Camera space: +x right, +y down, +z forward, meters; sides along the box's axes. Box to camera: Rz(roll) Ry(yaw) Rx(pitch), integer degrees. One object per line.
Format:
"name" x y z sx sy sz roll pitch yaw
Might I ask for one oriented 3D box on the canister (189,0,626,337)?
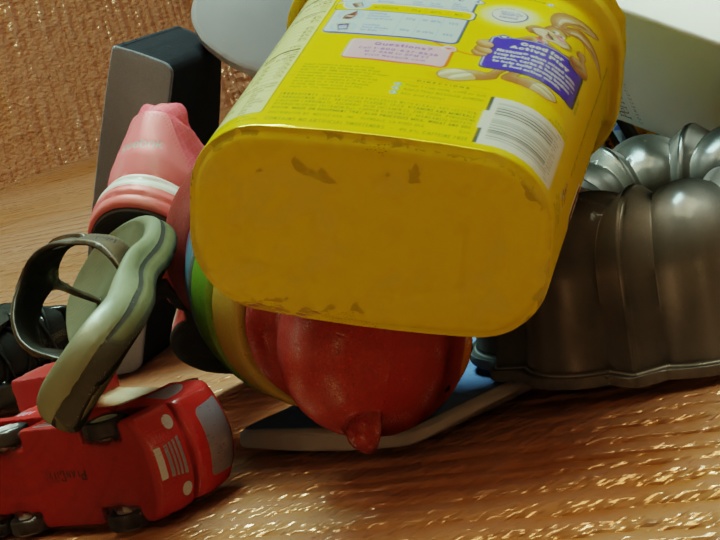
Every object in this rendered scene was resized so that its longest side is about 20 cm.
"canister" 0.023 -0.056 0.918 0.147 0.087 0.200 7 27 11

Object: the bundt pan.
"bundt pan" 0.138 -0.015 1.008 0.200 0.076 0.202 -12 13 3

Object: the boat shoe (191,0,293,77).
"boat shoe" -0.005 -0.134 1.400 0.198 0.073 0.066 7 -18 3

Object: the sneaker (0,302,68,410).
"sneaker" -0.218 0.050 1.314 0.090 0.077 0.200 -18 8 13

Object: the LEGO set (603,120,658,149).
"LEGO set" 0.151 -0.043 1.246 0.199 0.116 0.154 -6 39 45

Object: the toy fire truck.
"toy fire truck" -0.117 0.075 1.046 0.199 0.049 0.141 -9 11 41

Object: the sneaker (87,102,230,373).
"sneaker" -0.070 -0.014 1.160 0.073 0.087 0.200 -2 -29 18

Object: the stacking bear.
"stacking bear" -0.013 0.012 0.989 0.113 0.122 0.200 9 13 -19

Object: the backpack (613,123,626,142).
"backpack" 0.217 -0.148 1.389 0.182 0.202 0.147 -17 8 -17

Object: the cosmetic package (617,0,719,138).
"cosmetic package" 0.208 -0.102 1.078 0.199 0.108 0.085 23 68 36

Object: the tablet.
"tablet" 0.054 0.045 1.051 0.199 0.014 0.130 -23 11 -38

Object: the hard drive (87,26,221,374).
"hard drive" -0.126 -0.042 1.390 0.042 0.202 0.135 10 13 12

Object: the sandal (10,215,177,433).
"sandal" -0.121 0.012 0.989 0.057 0.080 0.201 27 7 -6
